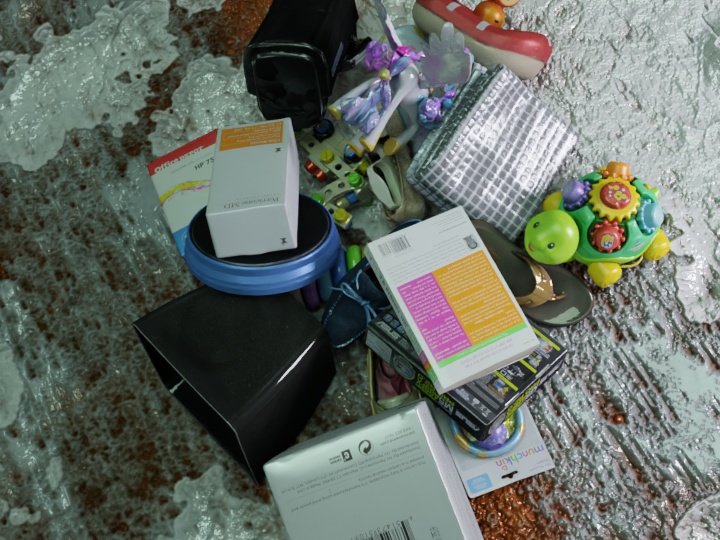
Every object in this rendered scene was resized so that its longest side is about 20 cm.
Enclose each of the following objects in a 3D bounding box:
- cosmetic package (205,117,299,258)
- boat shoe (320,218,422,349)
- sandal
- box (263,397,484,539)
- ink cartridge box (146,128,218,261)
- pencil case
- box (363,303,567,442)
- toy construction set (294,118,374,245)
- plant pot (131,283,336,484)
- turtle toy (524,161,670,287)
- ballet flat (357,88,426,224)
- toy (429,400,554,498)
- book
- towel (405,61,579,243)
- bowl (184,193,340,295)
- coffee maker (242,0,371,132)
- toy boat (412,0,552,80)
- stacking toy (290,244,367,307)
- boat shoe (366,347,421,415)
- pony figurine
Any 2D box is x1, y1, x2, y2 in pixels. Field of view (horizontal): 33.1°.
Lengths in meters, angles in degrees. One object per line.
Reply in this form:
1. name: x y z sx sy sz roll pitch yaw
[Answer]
1. cosmetic package: -0.133 -0.107 1.528 0.101 0.071 0.200 -8 38 4
2. boat shoe: 0.014 0.015 1.539 0.084 0.069 0.200 32 97 -8
3. sandal: 0.204 0.007 1.525 0.200 0.055 0.082 37 101 -6
4. box: 0.019 0.279 1.431 0.199 0.131 0.200 -22 86 7
5. ink cartridge box: -0.223 -0.113 1.704 0.116 0.067 0.200 -27 65 3
6. pencil case: 0.085 -0.242 1.667 0.091 0.083 0.200 -22 66 1
7. box: 0.129 0.094 1.499 0.200 0.044 0.160 39 57 21
8. toy construction set: -0.061 -0.135 1.665 0.131 0.092 0.200 -45 77 -5
9. plant pot: -0.144 0.116 1.540 0.177 0.200 0.200 -41 65 -18
10. turtle toy: 0.294 -0.062 1.520 0.200 0.101 0.146 -27 65 -13
11. ballet flat: 0.032 -0.153 1.622 0.068 0.067 0.200 -37 68 48
12. toy: 0.151 0.167 1.503 0.115 0.047 0.200 -19 62 -9
13. book: 0.108 0.033 1.456 0.133 0.048 0.200 -22 73 -17
14. towel: 0.176 -0.152 1.570 0.165 0.086 0.200 36 80 -16
15. bowl: -0.126 -0.042 1.547 0.200 0.039 0.201 -1 35 1
16. coffee maker: -0.087 -0.320 1.645 0.134 0.192 0.200 -17 33 26
17. toy boat: 0.178 -0.348 1.645 0.200 0.130 0.131 37 106 22
18. stacking toy: 0.000 0.000 1.604 0.200 0.085 0.086 -9 68 5
19. boat shoe: 0.044 0.173 1.529 0.074 0.066 0.200 -20 66 6
20. pony figurine: 0.055 -0.243 1.517 0.200 0.193 0.167 -46 64 -5
